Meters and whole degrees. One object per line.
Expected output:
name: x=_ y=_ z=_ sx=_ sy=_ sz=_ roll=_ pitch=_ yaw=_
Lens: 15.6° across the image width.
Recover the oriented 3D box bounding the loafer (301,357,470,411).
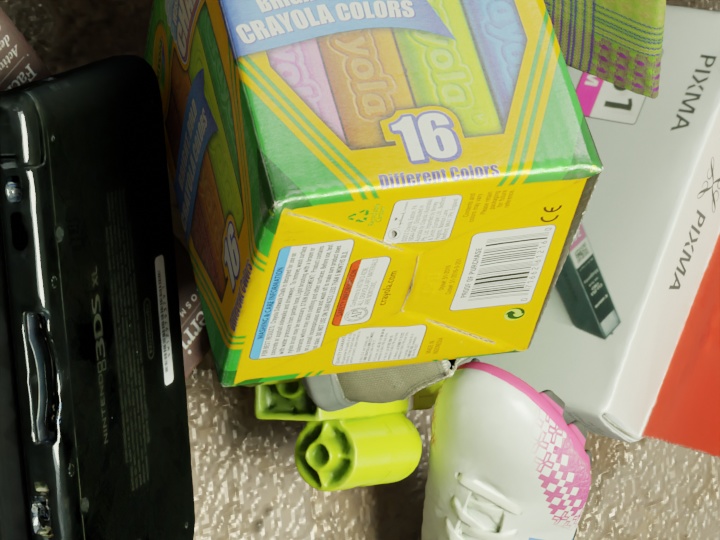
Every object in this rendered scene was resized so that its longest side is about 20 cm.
loafer: x=0.046 y=0.005 z=1.080 sx=0.200 sy=0.069 sz=0.076 roll=-42 pitch=127 yaw=-53

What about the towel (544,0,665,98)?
towel: x=0.032 y=-0.149 z=1.031 sx=0.023 sy=0.199 sz=0.144 roll=-56 pitch=160 yaw=-27

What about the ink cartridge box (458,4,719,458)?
ink cartridge box: x=0.149 y=-0.019 z=1.189 sx=0.044 sy=0.173 sz=0.201 roll=35 pitch=73 yaw=-47

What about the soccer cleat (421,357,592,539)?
soccer cleat: x=0.058 y=0.117 z=1.155 sx=0.087 sy=0.070 sz=0.200 roll=-56 pitch=156 yaw=-23

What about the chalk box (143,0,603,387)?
chalk box: x=-0.007 y=-0.078 z=0.974 sx=0.123 sy=0.125 sz=0.201 roll=-7 pitch=58 yaw=-16

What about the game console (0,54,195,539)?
game console: x=-0.149 y=0.032 z=0.953 sx=0.176 sy=0.116 sz=0.201 roll=-32 pitch=121 yaw=-66

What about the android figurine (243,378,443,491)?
android figurine: x=0.000 y=0.000 z=1.111 sx=0.200 sy=0.041 sz=0.183 roll=4 pitch=87 yaw=-63

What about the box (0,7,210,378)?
box: x=-0.146 y=-0.018 z=1.006 sx=0.100 sy=0.075 sz=0.200 roll=-52 pitch=127 yaw=-23
